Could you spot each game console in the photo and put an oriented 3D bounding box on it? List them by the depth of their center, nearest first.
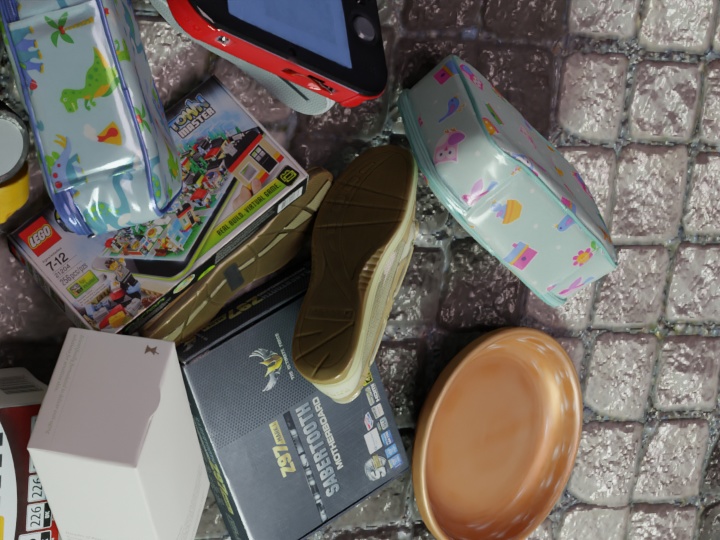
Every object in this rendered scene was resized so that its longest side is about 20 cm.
[{"bbox_3d":[-0.062,-0.219,1.535,0.200,0.031,0.177,22,53,-40],"label":"game console"}]

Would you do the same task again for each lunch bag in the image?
[{"bbox_3d":[-0.184,-0.128,1.457,0.082,0.161,0.201,-14,103,5],"label":"lunch bag"},{"bbox_3d":[0.117,-0.071,1.689,0.077,0.161,0.200,-38,127,13],"label":"lunch bag"}]

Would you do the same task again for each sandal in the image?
[{"bbox_3d":[-0.100,-0.018,1.620,0.200,0.054,0.080,-41,158,-15],"label":"sandal"}]

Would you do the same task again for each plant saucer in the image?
[{"bbox_3d":[0.111,0.143,1.803,0.200,0.037,0.201,-14,111,-42],"label":"plant saucer"}]

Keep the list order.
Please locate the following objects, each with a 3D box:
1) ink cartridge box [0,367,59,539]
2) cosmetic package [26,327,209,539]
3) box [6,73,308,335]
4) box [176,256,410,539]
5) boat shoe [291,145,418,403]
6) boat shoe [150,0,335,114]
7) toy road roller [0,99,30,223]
[{"bbox_3d":[-0.312,0.183,1.527,0.175,0.084,0.201,-5,108,-32],"label":"ink cartridge box"},{"bbox_3d":[-0.170,0.142,1.534,0.200,0.085,0.108,82,19,-53],"label":"cosmetic package"},{"bbox_3d":[-0.148,-0.042,1.558,0.200,0.035,0.110,-41,79,-17],"label":"box"},{"bbox_3d":[-0.058,0.111,1.691,0.157,0.051,0.200,-30,118,-23],"label":"box"},{"bbox_3d":[0.002,0.001,1.637,0.063,0.073,0.201,49,50,-59],"label":"boat shoe"},{"bbox_3d":[-0.088,-0.197,1.578,0.200,0.073,0.067,43,51,-32],"label":"boat shoe"},{"bbox_3d":[-0.320,-0.052,1.431,0.200,0.123,0.146,-15,123,-30],"label":"toy road roller"}]
